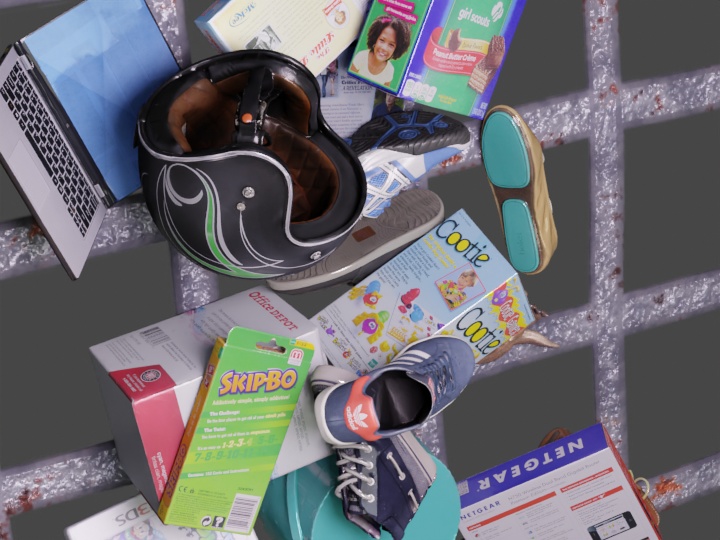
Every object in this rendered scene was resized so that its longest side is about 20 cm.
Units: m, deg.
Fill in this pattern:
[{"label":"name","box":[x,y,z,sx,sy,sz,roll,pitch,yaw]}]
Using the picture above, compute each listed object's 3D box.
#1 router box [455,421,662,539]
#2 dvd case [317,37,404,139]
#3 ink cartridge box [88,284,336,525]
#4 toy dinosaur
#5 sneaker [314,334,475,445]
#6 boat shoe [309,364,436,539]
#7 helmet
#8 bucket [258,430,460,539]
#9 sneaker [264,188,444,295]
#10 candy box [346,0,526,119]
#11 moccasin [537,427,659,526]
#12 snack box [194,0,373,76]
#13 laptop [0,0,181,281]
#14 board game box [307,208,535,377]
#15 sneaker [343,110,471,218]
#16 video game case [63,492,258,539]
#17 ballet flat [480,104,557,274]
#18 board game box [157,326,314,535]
[{"label":"router box","box":[0.225,0.288,1.848,0.199,0.049,0.180,-24,120,11]},{"label":"dvd case","box":[-0.023,-0.137,1.635,0.142,0.018,0.201,-4,110,-25]},{"label":"ink cartridge box","box":[-0.142,0.128,1.592,0.199,0.145,0.145,-21,116,-19]},{"label":"toy dinosaur","box":[0.126,0.074,1.754,0.199,0.086,0.136,18,111,-48]},{"label":"sneaker","box":[0.053,0.111,1.487,0.199,0.084,0.075,-25,98,-41]},{"label":"boat shoe","box":[0.003,0.182,1.548,0.200,0.074,0.093,50,54,-36]},{"label":"helmet","box":[-0.100,-0.085,1.477,0.200,0.200,0.191,-35,135,-12]},{"label":"bucket","box":[-0.001,0.247,1.713,0.206,0.135,0.209,-8,110,-24]},{"label":"sneaker","box":[0.000,0.000,1.657,0.199,0.075,0.107,-21,138,-11]},{"label":"candy box","box":[0.089,-0.262,1.579,0.169,0.077,0.201,5,107,-57]},{"label":"moccasin","box":[0.293,0.258,1.902,0.074,0.078,0.201,-45,121,-6]},{"label":"snack box","box":[-0.052,-0.260,1.550,0.200,0.037,0.116,-45,117,-14]},{"label":"laptop","box":[-0.238,-0.133,1.473,0.115,0.200,0.188,-18,120,17]},{"label":"board game box","box":[0.061,0.052,1.627,0.200,0.105,0.103,-36,146,-4]},{"label":"sneaker","box":[0.018,-0.103,1.622,0.199,0.076,0.077,-19,123,-10]},{"label":"video game case","box":[-0.182,0.318,1.644,0.181,0.024,0.201,-23,87,-26]},{"label":"ballet flat","box":[0.174,-0.094,1.737,0.063,0.068,0.201,-39,128,-43]},{"label":"board game box","box":[-0.116,0.150,1.512,0.095,0.030,0.201,14,104,-31]}]
